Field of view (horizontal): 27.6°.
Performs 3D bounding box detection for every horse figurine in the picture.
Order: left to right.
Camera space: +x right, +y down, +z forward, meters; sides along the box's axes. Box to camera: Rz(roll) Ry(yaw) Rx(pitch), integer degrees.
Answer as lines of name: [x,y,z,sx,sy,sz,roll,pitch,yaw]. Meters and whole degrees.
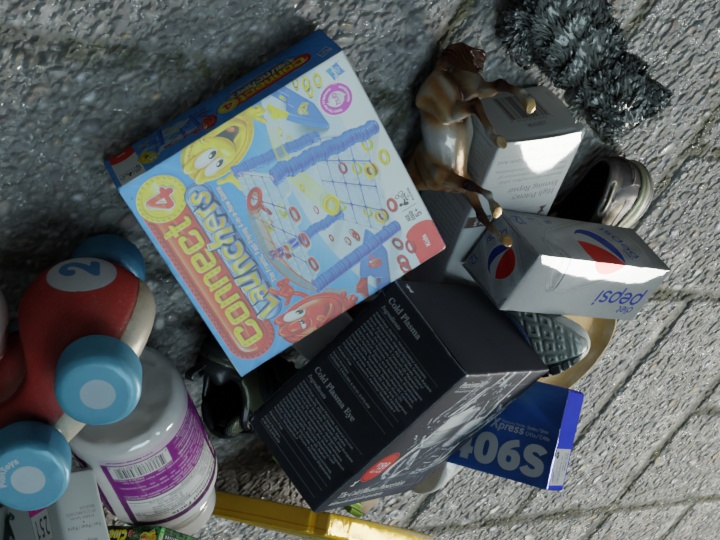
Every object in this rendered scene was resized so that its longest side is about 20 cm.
horse figurine: [0.080,-0.109,1.210,0.050,0.133,0.200,-21,133,-31]

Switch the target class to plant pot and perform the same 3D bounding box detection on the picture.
plant pot: [0.189,0.089,1.602,0.200,0.027,0.200,-23,143,-18]

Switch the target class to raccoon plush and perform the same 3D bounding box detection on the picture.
raccoon plush: [0.167,-0.183,1.162,0.097,0.134,0.200,-41,145,12]

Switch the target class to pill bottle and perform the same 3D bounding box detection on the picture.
pill bottle: [-0.189,0.160,1.298,0.112,0.112,0.200,-27,145,-10]

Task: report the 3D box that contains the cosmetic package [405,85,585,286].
cosmetic package: [0.113,-0.064,1.316,0.102,0.074,0.200,-11,138,-30]

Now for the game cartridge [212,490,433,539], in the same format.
game cartridge: [-0.050,0.261,1.502,0.200,0.176,0.032,23,74,-51]

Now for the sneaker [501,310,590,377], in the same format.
sneaker: [0.140,0.046,1.397,0.087,0.200,0.075,-24,116,-39]

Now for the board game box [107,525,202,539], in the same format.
board game box: [-0.203,0.258,1.354,0.105,0.023,0.200,25,157,-37]

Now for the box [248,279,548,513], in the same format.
box: [0.037,0.107,1.271,0.182,0.104,0.200,-45,160,19]

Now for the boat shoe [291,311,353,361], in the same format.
boat shoe: [-0.074,0.003,1.238,0.072,0.069,0.200,-48,128,3]

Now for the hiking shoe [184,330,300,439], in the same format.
hiking shoe: [-0.102,0.115,1.329,0.101,0.076,0.200,-50,140,-20]

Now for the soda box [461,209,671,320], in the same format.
soda box: [0.191,-0.003,1.337,0.200,0.063,0.068,6,127,-44]

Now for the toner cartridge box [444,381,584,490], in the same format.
toner cartridge box: [0.102,0.136,1.377,0.043,0.200,0.095,19,83,-61]

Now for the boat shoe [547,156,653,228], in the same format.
boat shoe: [0.200,-0.034,1.436,0.073,0.074,0.200,23,108,-40]

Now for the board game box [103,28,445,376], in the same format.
board game box: [-0.062,-0.050,1.138,0.196,0.056,0.200,-33,122,-4]

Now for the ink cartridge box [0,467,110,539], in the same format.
ink cartridge box: [-0.266,0.279,1.263,0.044,0.174,0.200,-5,162,-36]

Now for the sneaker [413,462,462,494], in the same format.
sneaker: [0.112,0.178,1.576,0.088,0.075,0.200,-13,157,-35]

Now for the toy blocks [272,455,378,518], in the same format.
toy blocks: [0.001,0.164,1.494,0.137,0.100,0.200,-50,145,1]

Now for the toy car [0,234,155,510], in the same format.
toy car: [-0.273,0.038,1.075,0.200,0.184,0.177,33,111,-23]

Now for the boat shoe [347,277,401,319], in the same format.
boat shoe: [0.002,-0.001,1.302,0.074,0.068,0.199,-20,143,-20]
